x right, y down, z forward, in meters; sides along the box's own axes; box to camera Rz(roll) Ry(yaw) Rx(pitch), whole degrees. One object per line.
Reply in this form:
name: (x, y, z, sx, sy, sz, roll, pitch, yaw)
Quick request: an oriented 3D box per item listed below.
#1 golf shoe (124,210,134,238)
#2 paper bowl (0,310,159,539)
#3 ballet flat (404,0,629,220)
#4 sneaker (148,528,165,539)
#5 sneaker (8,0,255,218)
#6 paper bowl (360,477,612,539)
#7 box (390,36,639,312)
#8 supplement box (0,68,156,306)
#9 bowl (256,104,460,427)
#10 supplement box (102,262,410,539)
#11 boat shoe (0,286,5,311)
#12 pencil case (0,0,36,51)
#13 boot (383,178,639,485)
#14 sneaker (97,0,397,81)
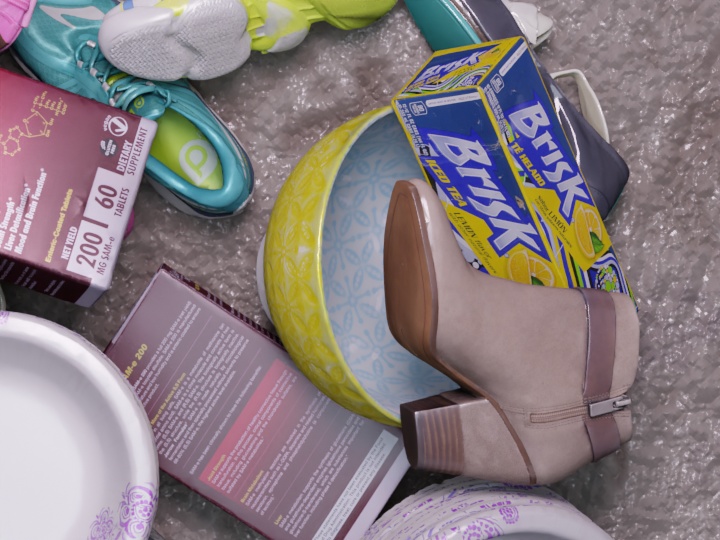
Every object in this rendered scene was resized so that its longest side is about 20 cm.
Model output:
golf shoe: (-0.231, -0.073, 1.644, 0.200, 0.075, 0.092, 40, 53, 1)
paper bowl: (-0.219, 0.124, 1.581, 0.199, 0.104, 0.202, 0, 89, -2)
ballet flat: (0.103, -0.119, 1.677, 0.073, 0.073, 0.200, -35, 90, 0)
sneaker: (-0.230, 0.188, 1.670, 0.202, 0.077, 0.147, 24, 90, -3)
sneaker: (-0.141, -0.111, 1.655, 0.200, 0.080, 0.078, 41, 91, -4)
paper bowl: (0.067, 0.223, 1.647, 0.200, 0.104, 0.202, -8, 111, -22)
box: (0.096, -0.039, 1.624, 0.070, 0.064, 0.201, -6, 120, 37)
supplement box: (-0.231, -0.064, 1.559, 0.199, 0.061, 0.109, 18, 74, -11)
bowl: (0.000, 0.000, 1.643, 0.107, 0.200, 0.201, -4, 95, 39)
supplement box: (-0.071, 0.095, 1.681, 0.200, 0.061, 0.109, 34, 92, -5)
boat shoe: (-0.302, -0.024, 1.613, 0.201, 0.061, 0.072, 39, 89, -5)
pencil case: (-0.270, -0.202, 1.549, 0.200, 0.093, 0.091, 34, 73, -39)
boot: (0.093, 0.033, 1.570, 0.145, 0.070, 0.201, -10, 113, -18)
sneaker: (-0.078, -0.184, 1.646, 0.199, 0.076, 0.105, -13, 60, -22)
